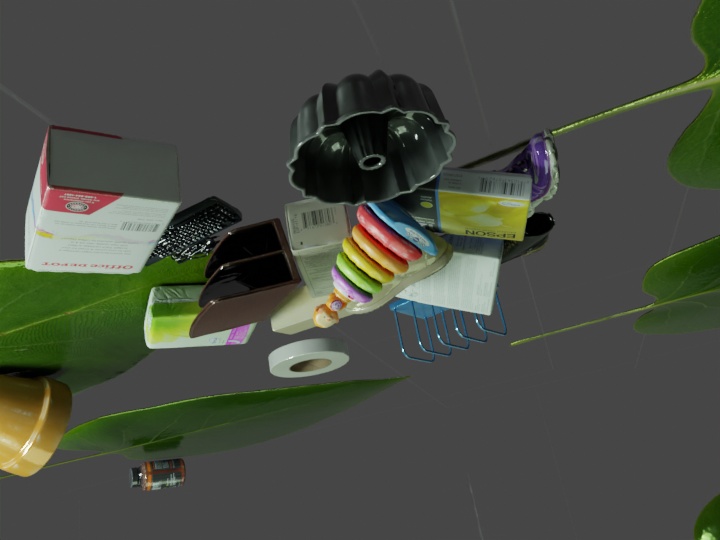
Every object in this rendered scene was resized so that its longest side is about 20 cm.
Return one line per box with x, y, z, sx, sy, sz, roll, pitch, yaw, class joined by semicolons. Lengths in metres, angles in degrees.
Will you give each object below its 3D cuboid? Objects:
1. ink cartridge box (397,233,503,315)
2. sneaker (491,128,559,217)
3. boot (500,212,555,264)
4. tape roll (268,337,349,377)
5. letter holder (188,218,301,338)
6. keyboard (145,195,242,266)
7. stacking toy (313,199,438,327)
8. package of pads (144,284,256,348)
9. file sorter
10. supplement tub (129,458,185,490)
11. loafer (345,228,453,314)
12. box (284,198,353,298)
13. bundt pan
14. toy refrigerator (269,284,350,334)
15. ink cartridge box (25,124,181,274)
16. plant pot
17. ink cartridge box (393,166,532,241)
0.129;-0.003;1.138;0.197;0.048;0.161;11;146;12;ink cartridge box
0.225;-0.126;0.982;0.082;0.082;0.200;-1;157;-8;sneaker
0.223;-0.045;1.147;0.198;0.078;0.138;-27;170;3;boot
-0.124;0.215;1.676;0.200;0.038;0.203;-9;158;-4;tape roll
-0.195;0.019;1.030;0.141;0.102;0.200;-15;167;-27;letter holder
-0.255;-0.041;1.002;0.198;0.040;0.104;-21;155;25;keyboard
0.000;0.000;0.938;0.116;0.110;0.201;32;102;-35;stacking toy
-0.286;0.084;1.246;0.197;0.069;0.155;-1;154;-23;package of pads
0.187;0.104;1.448;0.198;0.124;0.138;-25;153;32;file sorter
-0.772;0.776;2.611;0.197;0.108;0.107;2;154;-28;supplement tub
0.049;-0.003;1.062;0.199;0.069;0.076;-32;-167;20;loafer
-0.053;-0.033;1.065;0.093;0.079;0.200;-11;158;-1;box
0.007;-0.157;0.800;0.199;0.077;0.202;-10;158;-4;bundt pan
-0.069;0.056;1.287;0.198;0.071;0.076;-19;164;19;toy refrigerator
-0.316;-0.075;0.829;0.146;0.087;0.200;3;155;-33;ink cartridge box
-0.729;0.295;1.406;0.199;0.202;0.183;-24;138;30;plant pot
0.144;-0.085;1.002;0.195;0.048;0.200;6;158;12;ink cartridge box
